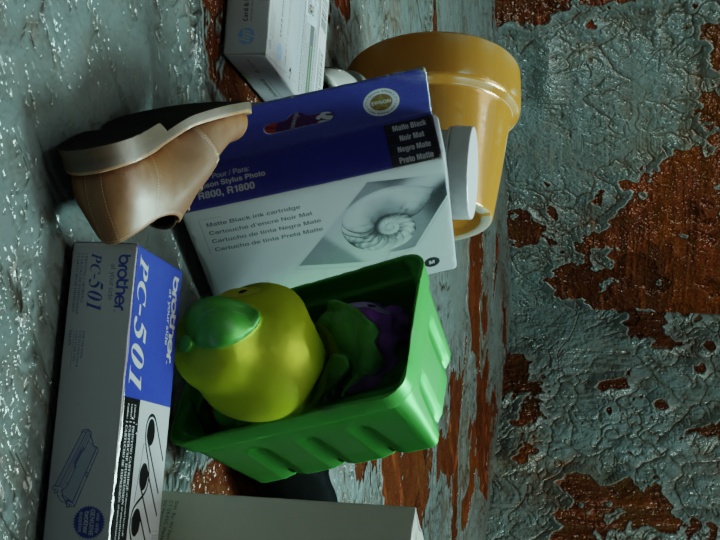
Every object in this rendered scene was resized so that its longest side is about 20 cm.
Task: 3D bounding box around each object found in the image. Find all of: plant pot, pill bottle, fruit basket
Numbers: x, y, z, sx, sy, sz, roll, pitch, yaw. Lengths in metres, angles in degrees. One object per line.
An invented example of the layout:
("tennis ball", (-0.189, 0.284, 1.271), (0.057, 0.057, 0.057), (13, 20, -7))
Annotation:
("plant pot", (0.082, -0.138, 1.515), (0.200, 0.200, 0.184), (64, 24, -67))
("pill bottle", (-0.005, -0.084, 1.124), (0.112, 0.200, 0.113), (2, 90, -79))
("fruit basket", (-0.055, 0.057, 0.966), (0.216, 0.215, 0.156), (80, 16, -46))

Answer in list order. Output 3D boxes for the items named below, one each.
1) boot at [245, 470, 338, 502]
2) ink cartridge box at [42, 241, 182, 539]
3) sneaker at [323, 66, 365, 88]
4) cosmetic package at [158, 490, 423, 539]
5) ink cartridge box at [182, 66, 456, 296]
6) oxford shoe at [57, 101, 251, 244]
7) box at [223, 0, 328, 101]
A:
("boot", (-0.040, 0.247, 1.194), (0.198, 0.073, 0.163), (72, -1, -64))
("ink cartridge box", (-0.150, 0.089, 0.824), (0.094, 0.044, 0.200), (46, 47, -77))
("sneaker", (-0.037, -0.101, 1.325), (0.088, 0.074, 0.200), (-2, 92, -66))
("cosmetic package", (-0.061, 0.209, 0.895), (0.103, 0.200, 0.087), (76, 18, -53))
("ink cartridge box", (-0.031, -0.050, 1.011), (0.200, 0.199, 0.041), (76, 2, -53))
("oxford shoe", (-0.124, -0.067, 0.856), (0.200, 0.071, 0.071), (-42, 124, -61))
("box", (-0.069, -0.230, 1.188), (0.200, 0.041, 0.156), (44, 48, -76))
